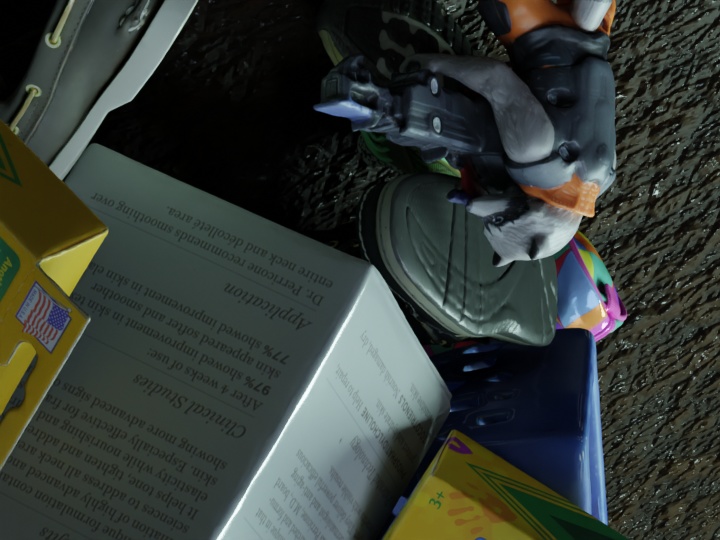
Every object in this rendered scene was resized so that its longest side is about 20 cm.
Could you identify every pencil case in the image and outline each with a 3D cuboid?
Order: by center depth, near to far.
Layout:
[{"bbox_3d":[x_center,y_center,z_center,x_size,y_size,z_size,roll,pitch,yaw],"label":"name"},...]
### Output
[{"bbox_3d":[0.054,0.050,1.638,0.200,0.089,0.088,-36,147,9],"label":"pencil case"}]

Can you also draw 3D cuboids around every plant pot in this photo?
[{"bbox_3d":[0.039,0.153,1.528,0.179,0.200,0.201,-3,104,7],"label":"plant pot"}]

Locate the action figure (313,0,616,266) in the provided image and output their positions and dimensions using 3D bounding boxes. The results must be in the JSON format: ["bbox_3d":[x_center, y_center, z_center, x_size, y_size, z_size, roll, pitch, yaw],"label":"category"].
[{"bbox_3d":[0.074,-0.098,1.361,0.104,0.194,0.200,4,-177,38],"label":"action figure"}]

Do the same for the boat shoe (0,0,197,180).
[{"bbox_3d":[-0.140,-0.086,1.320,0.060,0.072,0.202,34,135,-11],"label":"boat shoe"}]

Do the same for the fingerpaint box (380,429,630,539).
[{"bbox_3d":[0.058,0.209,1.400,0.200,0.167,0.073,-58,179,18],"label":"fingerpaint box"}]

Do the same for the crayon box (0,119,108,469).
[{"bbox_3d":[-0.192,-0.015,1.247,0.052,0.200,0.126,-28,158,-50],"label":"crayon box"}]

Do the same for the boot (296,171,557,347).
[{"bbox_3d":[0.000,0.002,1.466,0.153,0.074,0.203,-2,168,25],"label":"boot"}]

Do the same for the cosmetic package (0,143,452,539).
[{"bbox_3d":[-0.089,0.082,1.363,0.200,0.167,0.166,-59,155,-14],"label":"cosmetic package"}]

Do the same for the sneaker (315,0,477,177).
[{"bbox_3d":[0.026,-0.072,1.463,0.088,0.077,0.200,-13,144,33],"label":"sneaker"}]
